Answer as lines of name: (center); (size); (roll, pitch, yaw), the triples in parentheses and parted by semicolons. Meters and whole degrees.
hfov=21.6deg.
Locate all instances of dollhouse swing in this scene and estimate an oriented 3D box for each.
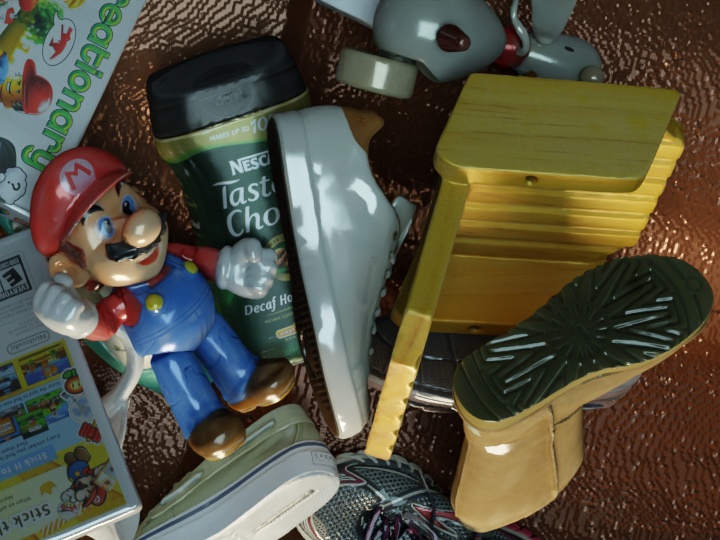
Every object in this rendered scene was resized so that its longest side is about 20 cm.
dollhouse swing: (0.098, 0.012, 1.137); (0.180, 0.201, 0.177); (4, 60, -6)

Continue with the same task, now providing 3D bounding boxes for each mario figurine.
mario figurine: (-0.115, 0.013, 1.104); (0.105, 0.124, 0.201); (-31, 108, 18)

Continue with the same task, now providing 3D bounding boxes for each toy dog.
toy dog: (0.084, -0.139, 1.153); (0.199, 0.096, 0.133); (-14, 117, -30)

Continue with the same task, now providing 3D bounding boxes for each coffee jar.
coffee jar: (-0.065, -0.043, 1.195); (0.103, 0.085, 0.202); (-19, 104, -5)

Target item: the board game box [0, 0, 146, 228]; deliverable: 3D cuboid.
board game box: (-0.210, -0.143, 1.145); (0.125, 0.035, 0.202); (26, 78, -13)

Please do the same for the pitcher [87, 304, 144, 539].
pitcher: (-0.234, 0.097, 1.175); (0.198, 0.121, 0.173); (5, 106, -3)

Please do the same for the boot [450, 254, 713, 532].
boot: (0.130, 0.079, 1.170); (0.174, 0.200, 0.067); (-23, 64, -6)

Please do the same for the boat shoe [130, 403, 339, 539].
boat shoe: (-0.100, 0.163, 1.248); (0.199, 0.062, 0.072); (-33, 140, 14)

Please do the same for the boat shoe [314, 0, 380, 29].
boat shoe: (-0.024, -0.205, 1.172); (0.198, 0.074, 0.069); (26, 94, -15)

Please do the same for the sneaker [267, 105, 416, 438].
sneaker: (0.000, 0.000, 1.137); (0.084, 0.073, 0.202); (-10, 101, -13)

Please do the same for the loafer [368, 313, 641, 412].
loafer: (0.088, 0.071, 1.254); (0.198, 0.072, 0.063); (1, 143, -8)

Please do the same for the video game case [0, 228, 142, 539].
video game case: (-0.253, 0.094, 1.112); (0.198, 0.023, 0.183); (-22, 80, -8)

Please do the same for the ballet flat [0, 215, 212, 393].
ballet flat: (-0.163, 0.011, 1.199); (0.067, 0.070, 0.200); (-40, 105, -1)

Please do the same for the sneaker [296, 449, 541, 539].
sneaker: (0.049, 0.182, 1.266); (0.198, 0.075, 0.081); (21, 99, -11)
